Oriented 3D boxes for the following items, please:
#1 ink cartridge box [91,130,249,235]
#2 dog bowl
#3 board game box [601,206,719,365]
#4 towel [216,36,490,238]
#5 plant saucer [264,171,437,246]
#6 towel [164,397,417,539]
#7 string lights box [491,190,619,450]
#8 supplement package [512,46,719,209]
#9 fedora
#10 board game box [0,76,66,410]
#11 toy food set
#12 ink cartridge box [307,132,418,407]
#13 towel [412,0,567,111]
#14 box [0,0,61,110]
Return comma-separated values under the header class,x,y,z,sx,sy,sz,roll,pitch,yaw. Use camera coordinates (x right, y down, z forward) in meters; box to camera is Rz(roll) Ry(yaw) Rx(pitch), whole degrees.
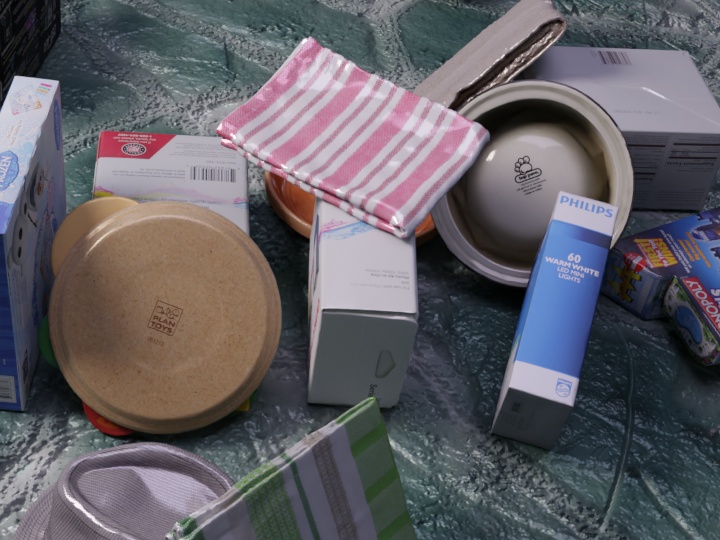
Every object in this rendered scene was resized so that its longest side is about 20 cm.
class,x,y,z,sx,sy,sz,roll,pitch,yaw
ink cartridge box,-0.179,-0.036,1.167,0.145,0.083,0.200,3,43,-9
dog bowl,0.166,-0.083,1.222,0.199,0.201,0.074,15,4,5
board game box,0.343,0.019,1.230,0.199,0.062,0.200,-6,45,-16
towel,-0.005,-0.119,1.079,0.199,0.030,0.146,28,55,16
plant saucer,-0.001,-0.085,1.295,0.199,0.032,0.201,6,44,-6
towel,-0.043,0.200,0.911,0.031,0.150,0.200,7,29,45
string lights box,0.171,0.043,1.095,0.059,0.103,0.201,16,62,5
supplement package,0.276,-0.158,1.370,0.199,0.111,0.156,1,43,-11
fedora,-0.162,0.189,0.921,0.199,0.091,0.177,20,43,10
board game box,-0.287,-0.023,1.044,0.043,0.201,0.199,6,42,-3
toy food set,-0.166,0.041,1.040,0.199,0.049,0.199,6,86,-11
ink cartridge box,0.000,0.000,1.097,0.087,0.146,0.201,2,52,-6
towel,0.134,-0.226,1.359,0.034,0.200,0.133,45,16,-20
box,-0.371,-0.274,1.327,0.043,0.161,0.200,12,43,0
